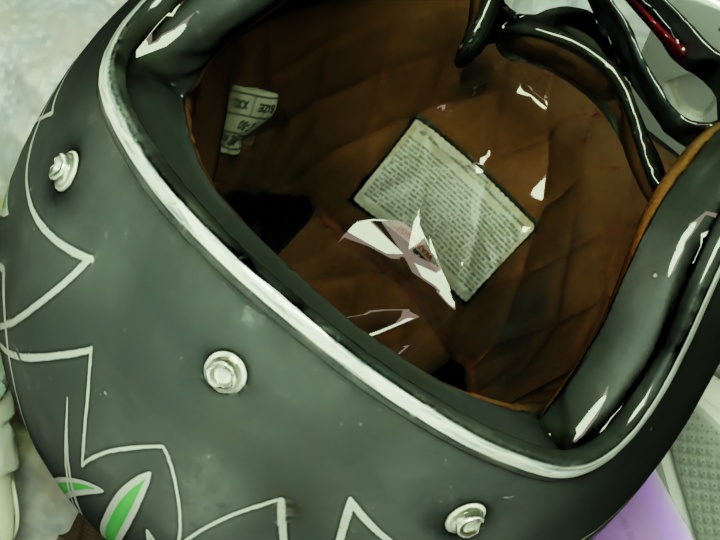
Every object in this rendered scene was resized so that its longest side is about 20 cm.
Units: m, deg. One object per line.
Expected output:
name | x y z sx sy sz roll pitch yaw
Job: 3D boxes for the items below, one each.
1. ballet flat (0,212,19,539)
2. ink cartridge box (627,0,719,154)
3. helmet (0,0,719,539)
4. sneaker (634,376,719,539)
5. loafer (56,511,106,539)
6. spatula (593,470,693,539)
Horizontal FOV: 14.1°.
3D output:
ballet flat | -0.144 0.078 0.832 0.071 0.069 0.200 37 81 -11
ink cartridge box | 0.156 -0.126 0.848 0.084 0.146 0.200 25 77 3
helmet | 0.000 0.000 0.746 0.200 0.200 0.191 40 76 8
sneaker | 0.146 0.103 0.830 0.200 0.070 0.080 49 44 7
loafer | -0.061 0.131 0.765 0.071 0.200 0.073 -36 122 15
spatula | 0.002 0.117 0.814 0.200 0.021 0.057 -33 69 9
